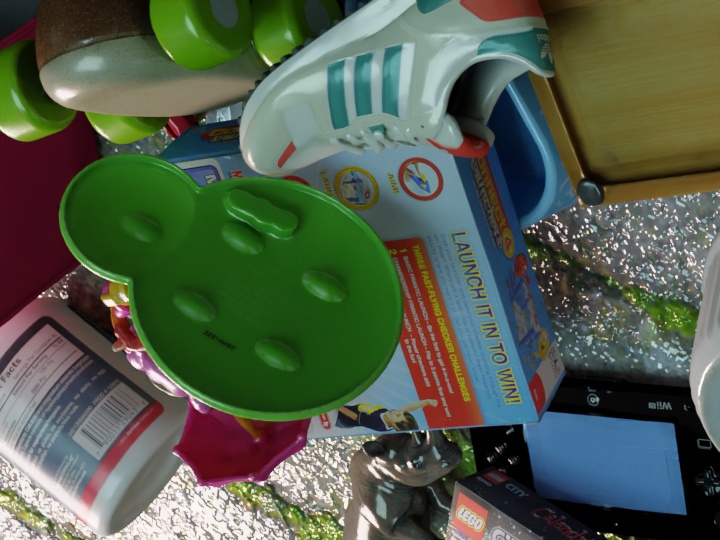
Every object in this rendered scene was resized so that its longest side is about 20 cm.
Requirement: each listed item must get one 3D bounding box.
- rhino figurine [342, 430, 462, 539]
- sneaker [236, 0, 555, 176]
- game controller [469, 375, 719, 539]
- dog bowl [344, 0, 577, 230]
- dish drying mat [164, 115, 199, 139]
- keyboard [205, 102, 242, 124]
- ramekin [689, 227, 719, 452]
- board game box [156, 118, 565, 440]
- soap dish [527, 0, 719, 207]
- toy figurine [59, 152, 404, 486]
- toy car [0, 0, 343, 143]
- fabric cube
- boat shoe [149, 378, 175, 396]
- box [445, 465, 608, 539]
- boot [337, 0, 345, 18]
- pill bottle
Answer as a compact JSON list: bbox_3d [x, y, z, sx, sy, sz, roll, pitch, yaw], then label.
[{"bbox_3d":[0.030,0.157,1.407,0.087,0.060,0.201,29,143,18],"label":"rhino figurine"},{"bbox_3d":[0.018,-0.088,1.103,0.199,0.070,0.094,-35,71,28],"label":"sneaker"},{"bbox_3d":[0.156,0.117,1.308,0.199,0.042,0.105,2,121,36],"label":"game controller"},{"bbox_3d":[0.062,-0.111,1.213,0.111,0.050,0.201,-17,107,43],"label":"dog bowl"},{"bbox_3d":[-0.169,-0.169,1.340,0.018,0.077,0.200,-35,98,6],"label":"dish drying mat"},{"bbox_3d":[-0.074,-0.015,1.380,0.056,0.011,0.201,6,108,26],"label":"keyboard"},{"bbox_3d":[0.267,0.052,1.105,0.201,0.094,0.203,19,143,15],"label":"ramekin"},{"bbox_3d":[0.000,0.000,1.239,0.195,0.056,0.201,-6,116,28],"label":"board game box"},{"bbox_3d":[0.178,-0.113,1.100,0.199,0.081,0.158,-6,115,39],"label":"soap dish"},{"bbox_3d":[-0.087,0.046,1.189,0.199,0.150,0.184,29,147,6],"label":"toy figurine"},{"bbox_3d":[-0.126,-0.189,1.164,0.164,0.157,0.201,-17,82,35],"label":"toy car"},{"bbox_3d":[-0.311,-0.080,1.416,0.199,0.196,0.200,15,127,28],"label":"fabric cube"},{"bbox_3d":[-0.088,0.011,1.351,0.073,0.063,0.201,48,120,7],"label":"boat shoe"},{"bbox_3d":[0.131,0.230,1.303,0.200,0.038,0.137,31,124,37],"label":"box"},{"bbox_3d":[-0.089,-0.176,1.281,0.200,0.075,0.097,34,149,19],"label":"boot"},{"bbox_3d":[-0.226,0.090,1.526,0.200,0.120,0.120,37,135,11],"label":"pill bottle"}]
